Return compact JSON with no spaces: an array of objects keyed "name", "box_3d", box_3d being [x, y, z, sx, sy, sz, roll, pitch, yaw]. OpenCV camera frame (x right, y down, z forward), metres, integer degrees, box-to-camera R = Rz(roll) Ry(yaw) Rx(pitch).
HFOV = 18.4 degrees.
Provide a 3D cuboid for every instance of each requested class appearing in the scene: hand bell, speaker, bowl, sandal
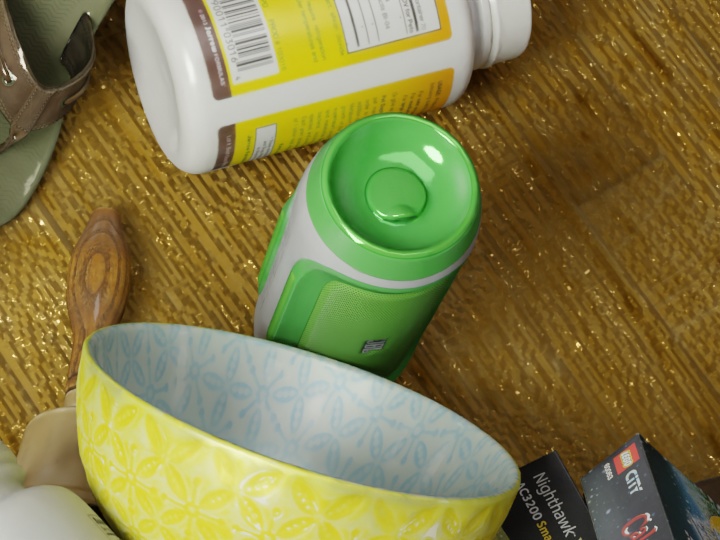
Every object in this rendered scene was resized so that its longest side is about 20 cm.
[{"name":"hand bell","box_3d":[-0.136,0.054,1.100,0.104,0.104,0.200,7,53,-8]},{"name":"speaker","box_3d":[0.000,0.000,1.070,0.088,0.200,0.089,4,67,-9]},{"name":"bowl","box_3d":[-0.040,0.107,0.980,0.200,0.200,0.108,17,102,-4]},{"name":"sandal","box_3d":[-0.166,-0.117,1.126,0.080,0.057,0.201,23,95,-27]}]

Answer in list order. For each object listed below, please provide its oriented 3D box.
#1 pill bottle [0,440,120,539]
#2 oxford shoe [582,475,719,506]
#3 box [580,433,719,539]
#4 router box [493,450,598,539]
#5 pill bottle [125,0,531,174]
[{"name":"pill bottle","box_3d":[-0.129,0.161,0.911,0.113,0.113,0.200,-40,77,-23]},{"name":"oxford shoe","box_3d":[0.114,0.156,1.110,0.200,0.073,0.084,-16,46,-13]},{"name":"box","box_3d":[0.169,0.175,0.969,0.137,0.038,0.200,40,19,-24]},{"name":"router box","box_3d":[0.063,0.200,0.998,0.157,0.052,0.200,-26,52,-2]},{"name":"pill bottle","box_3d":[-0.015,-0.126,1.170,0.200,0.109,0.109,-16,71,-17]}]
